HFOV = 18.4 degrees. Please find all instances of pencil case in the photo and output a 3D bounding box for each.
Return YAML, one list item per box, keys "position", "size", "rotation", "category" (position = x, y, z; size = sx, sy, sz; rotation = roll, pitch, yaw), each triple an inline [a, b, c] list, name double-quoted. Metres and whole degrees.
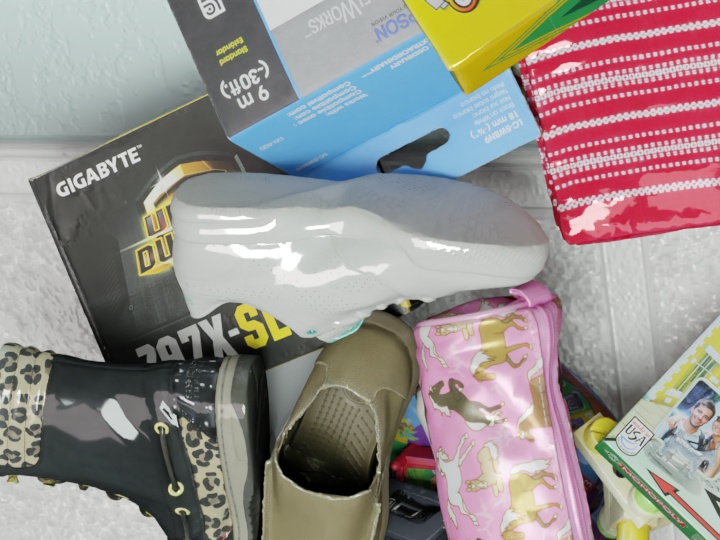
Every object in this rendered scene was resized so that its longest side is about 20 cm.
- position: [0.082, 0.110, 1.165]
  size: [0.086, 0.083, 0.201]
  rotation: [-12, 85, 3]
  category: "pencil case"

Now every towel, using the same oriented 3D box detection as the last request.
- position: [0.149, -0.109, 1.143]
  size: [0.144, 0.023, 0.201]
  rotation: [-6, 116, 21]
  category: "towel"

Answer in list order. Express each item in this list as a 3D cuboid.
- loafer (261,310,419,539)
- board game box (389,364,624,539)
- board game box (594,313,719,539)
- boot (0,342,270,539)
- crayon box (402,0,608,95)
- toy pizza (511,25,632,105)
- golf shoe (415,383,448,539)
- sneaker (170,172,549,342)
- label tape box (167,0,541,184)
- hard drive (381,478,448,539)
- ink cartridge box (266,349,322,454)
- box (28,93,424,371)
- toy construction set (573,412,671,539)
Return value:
- position: [-0.020, 0.114, 1.241]
  size: [0.076, 0.067, 0.201]
  rotation: [20, 121, 15]
  category: "loafer"
- position: [0.069, 0.134, 1.318]
  size: [0.158, 0.039, 0.200]
  rotation: [45, 126, 6]
  category: "board game box"
- position: [0.240, 0.112, 1.158]
  size: [0.200, 0.135, 0.029]
  rotation: [43, 167, 7]
  category: "board game box"
- position: [-0.131, 0.121, 1.287]
  size: [0.153, 0.074, 0.204]
  rotation: [6, 131, 4]
  category: "boot"
- position: [0.067, -0.217, 1.077]
  size: [0.172, 0.058, 0.200]
  rotation: [-33, 77, 8]
  category: "crayon box"
- position: [0.092, -0.176, 1.170]
  size: [0.199, 0.032, 0.201]
  rotation: [13, 117, 26]
  category: "toy pizza"
- position: [0.076, 0.151, 1.231]
  size: [0.200, 0.094, 0.078]
  rotation: [59, 149, -7]
  category: "golf shoe"
- position: [0.000, 0.000, 1.172]
  size: [0.199, 0.075, 0.089]
  rotation: [5, 115, 11]
  category: "sneaker"
- position: [-0.013, -0.131, 1.171]
  size: [0.144, 0.063, 0.201]
  rotation: [-26, 85, 24]
  category: "label tape box"
- position: [-0.003, 0.189, 1.356]
  size: [0.200, 0.042, 0.135]
  rotation: [5, 114, 47]
  category: "hard drive"
- position: [-0.042, 0.022, 1.321]
  size: [0.099, 0.039, 0.201]
  rotation: [30, 112, 17]
  category: "ink cartridge box"
- position: [-0.076, -0.019, 1.281]
  size: [0.199, 0.049, 0.160]
  rotation: [-22, 93, 26]
  category: "box"
- position: [0.187, 0.170, 1.202]
  size: [0.092, 0.131, 0.201]
  rotation: [162, 101, -69]
  category: "toy construction set"
